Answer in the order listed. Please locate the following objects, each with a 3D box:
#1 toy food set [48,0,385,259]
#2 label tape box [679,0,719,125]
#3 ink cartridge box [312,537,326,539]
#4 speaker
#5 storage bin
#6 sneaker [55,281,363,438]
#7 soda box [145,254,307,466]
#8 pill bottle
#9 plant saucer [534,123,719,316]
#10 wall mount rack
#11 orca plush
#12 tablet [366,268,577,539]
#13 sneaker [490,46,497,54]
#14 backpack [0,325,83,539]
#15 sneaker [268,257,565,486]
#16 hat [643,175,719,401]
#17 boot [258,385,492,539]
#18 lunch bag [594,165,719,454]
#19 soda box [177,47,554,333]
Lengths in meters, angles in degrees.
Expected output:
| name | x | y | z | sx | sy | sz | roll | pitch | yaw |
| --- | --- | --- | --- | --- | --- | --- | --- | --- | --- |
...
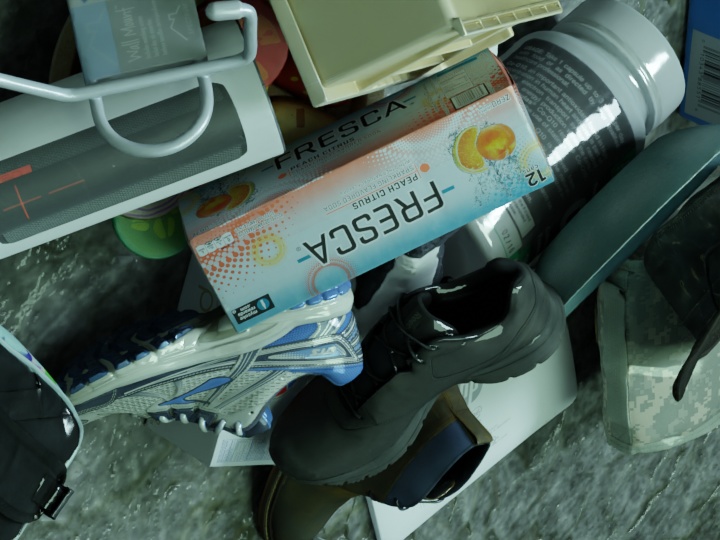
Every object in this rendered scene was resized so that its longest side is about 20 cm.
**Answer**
| name | x | y | z | sx | sy | sz | roll | pitch | yaw |
| --- | --- | --- | --- | --- | --- | --- | --- | --- | --- |
| toy food set | -0.082 | -0.097 | 1.447 | 0.198 | 0.049 | 0.200 | 5 | 114 | -14 |
| label tape box | 0.324 | -0.192 | 1.857 | 0.200 | 0.063 | 0.144 | -21 | 125 | -37 |
| ink cartridge box | 0.019 | 0.285 | 1.778 | 0.200 | 0.084 | 0.146 | 26 | 90 | -48 |
| speaker | -0.146 | -0.066 | 1.372 | 0.200 | 0.081 | 0.081 | -20 | 129 | -4 |
| storage bin | 0.011 | -0.208 | 1.395 | 0.200 | 0.094 | 0.199 | 67 | 23 | 0 |
| sneaker | -0.090 | 0.066 | 1.496 | 0.200 | 0.077 | 0.085 | -20 | 105 | 8 |
| soda box | -0.065 | 0.016 | 1.565 | 0.064 | 0.068 | 0.200 | 3 | 108 | -46 |
| pill bottle | 0.112 | -0.083 | 1.659 | 0.200 | 0.113 | 0.113 | -42 | 135 | -23 |
| plant saucer | 0.166 | -0.034 | 1.634 | 0.201 | 0.039 | 0.201 | -44 | 175 | -5 |
| wall mount rack | -0.150 | -0.153 | 1.325 | 0.174 | 0.200 | 0.075 | -12 | 150 | -6 |
| orca plush | 0.000 | 0.000 | 1.597 | 0.105 | 0.071 | 0.200 | -33 | 165 | -11 |
| tablet | 0.075 | 0.095 | 1.791 | 0.200 | 0.014 | 0.130 | -37 | 132 | -27 |
| sneaker | -0.002 | -0.199 | 1.530 | 0.200 | 0.081 | 0.147 | 6 | 82 | -27 |
| backpack | -0.262 | 0.078 | 1.334 | 0.178 | 0.150 | 0.200 | -53 | 144 | -15 |
| sneaker | 0.026 | 0.053 | 1.535 | 0.200 | 0.076 | 0.091 | -36 | 152 | -1 |
| hat | 0.236 | -0.013 | 1.689 | 0.201 | 0.081 | 0.201 | -52 | 172 | -10 |
| boot | 0.006 | 0.134 | 1.637 | 0.075 | 0.097 | 0.200 | -13 | 143 | -46 |
| lunch bag | 0.234 | 0.019 | 1.835 | 0.200 | 0.118 | 0.164 | -30 | 129 | -38 |
| soda box | 0.002 | -0.045 | 1.425 | 0.200 | 0.064 | 0.068 | -25 | 117 | 2 |
